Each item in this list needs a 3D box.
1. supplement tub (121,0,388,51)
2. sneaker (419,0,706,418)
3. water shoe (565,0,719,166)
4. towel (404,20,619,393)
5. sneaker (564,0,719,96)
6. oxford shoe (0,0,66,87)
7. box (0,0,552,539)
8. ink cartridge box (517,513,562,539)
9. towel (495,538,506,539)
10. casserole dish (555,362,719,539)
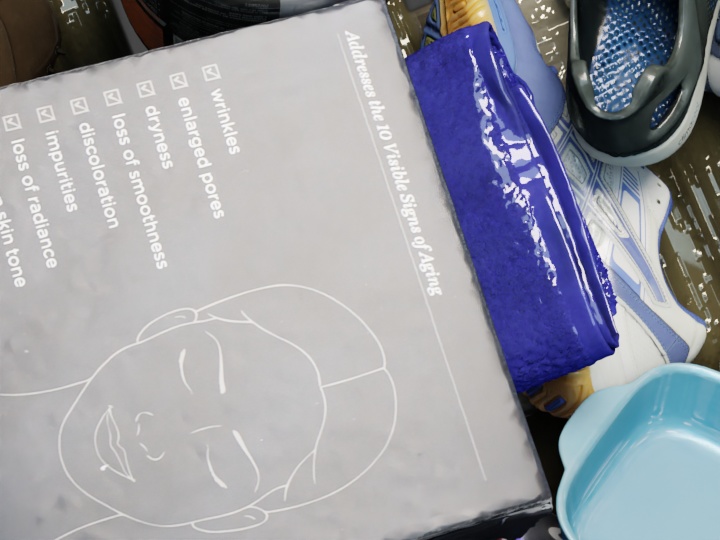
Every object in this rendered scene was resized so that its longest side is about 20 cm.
[{"bbox_3d":[-0.042,-0.141,0.832,0.122,0.200,0.123,1,82,-5],"label":"supplement tub"},{"bbox_3d":[0.090,-0.038,0.912,0.088,0.075,0.201,-17,89,-23],"label":"sneaker"},{"bbox_3d":[0.126,-0.145,0.861,0.071,0.079,0.201,2,73,13],"label":"water shoe"},{"bbox_3d":[0.000,0.000,0.871,0.199,0.049,0.149,-23,82,20],"label":"towel"},{"bbox_3d":[0.179,-0.107,0.910,0.199,0.085,0.075,30,83,-2],"label":"sneaker"},{"bbox_3d":[-0.161,-0.079,0.882,0.084,0.072,0.201,-10,105,-42],"label":"oxford shoe"},{"bbox_3d":[-0.060,0.029,0.749,0.195,0.124,0.201,-15,76,-11],"label":"box"},{"bbox_3d":[0.095,0.168,0.824,0.199,0.198,0.044,23,110,-3],"label":"ink cartridge box"},{"bbox_3d":[-0.010,0.197,0.722,0.199,0.023,0.145,-25,84,12],"label":"towel"},{"bbox_3d":[0.169,0.121,0.847,0.199,0.039,0.121,33,54,14],"label":"casserole dish"}]
